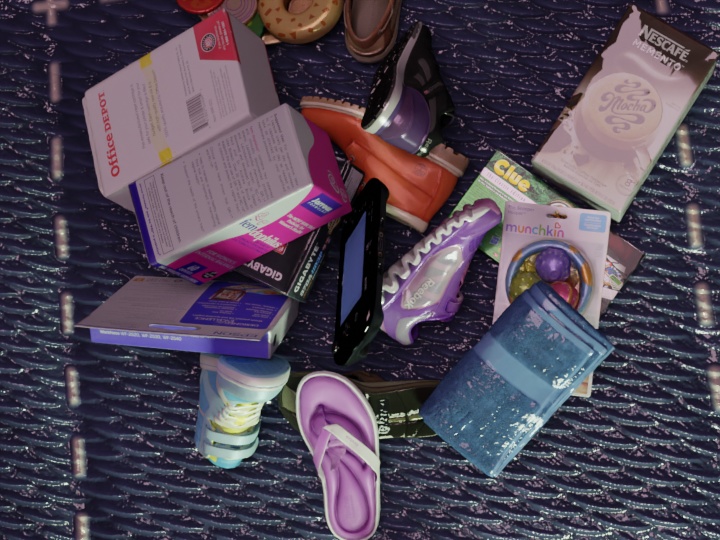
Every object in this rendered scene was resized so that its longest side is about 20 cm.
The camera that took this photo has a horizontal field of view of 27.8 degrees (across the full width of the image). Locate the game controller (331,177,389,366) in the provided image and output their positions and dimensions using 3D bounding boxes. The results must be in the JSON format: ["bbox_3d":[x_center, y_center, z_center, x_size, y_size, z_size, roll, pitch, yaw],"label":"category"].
[{"bbox_3d":[0.000,0.000,1.527,0.042,0.104,0.200,9,53,-9],"label":"game controller"}]

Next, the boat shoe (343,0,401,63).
[{"bbox_3d":[0.020,-0.336,1.631,0.076,0.072,0.201,2,84,8],"label":"boat shoe"}]

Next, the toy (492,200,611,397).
[{"bbox_3d":[0.198,0.032,1.553,0.115,0.047,0.201,7,98,15],"label":"toy"}]

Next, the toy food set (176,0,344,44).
[{"bbox_3d":[-0.115,-0.350,1.664,0.197,0.049,0.201,-1,83,9],"label":"toy food set"}]

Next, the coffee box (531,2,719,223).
[{"bbox_3d":[0.284,-0.168,1.568,0.113,0.080,0.200,32,89,11],"label":"coffee box"}]

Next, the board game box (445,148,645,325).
[{"bbox_3d":[0.200,-0.034,1.594,0.200,0.023,0.105,37,92,10],"label":"board game box"}]

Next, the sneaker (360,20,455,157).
[{"bbox_3d":[0.061,-0.190,1.579,0.087,0.200,0.076,33,130,-13],"label":"sneaker"}]

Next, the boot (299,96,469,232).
[{"bbox_3d":[0.008,-0.120,1.609,0.200,0.075,0.107,28,93,9],"label":"boot"}]

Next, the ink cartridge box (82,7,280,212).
[{"bbox_3d":[-0.194,-0.169,1.595,0.200,0.083,0.145,-26,61,20],"label":"ink cartridge box"}]

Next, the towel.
[{"bbox_3d":[0.160,0.114,1.525,0.112,0.049,0.200,40,105,-5],"label":"towel"}]

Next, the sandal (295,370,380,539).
[{"bbox_3d":[-0.016,0.202,1.546,0.082,0.050,0.203,-13,108,5],"label":"sandal"}]

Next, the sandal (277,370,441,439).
[{"bbox_3d":[0.008,0.145,1.586,0.200,0.057,0.080,4,110,-8],"label":"sandal"}]

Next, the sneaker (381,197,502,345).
[{"bbox_3d":[0.086,0.006,1.571,0.200,0.080,0.089,-43,88,20],"label":"sneaker"}]

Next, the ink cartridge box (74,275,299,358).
[{"bbox_3d":[-0.180,0.054,1.551,0.198,0.200,0.044,4,105,9],"label":"ink cartridge box"}]

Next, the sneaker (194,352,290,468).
[{"bbox_3d":[-0.126,0.152,1.545,0.079,0.200,0.131,4,92,-15],"label":"sneaker"}]

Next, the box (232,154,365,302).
[{"bbox_3d":[-0.113,-0.075,1.604,0.200,0.046,0.159,25,88,29],"label":"box"}]

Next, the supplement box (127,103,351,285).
[{"bbox_3d":[-0.126,-0.077,1.526,0.200,0.101,0.104,-27,66,18],"label":"supplement box"}]
